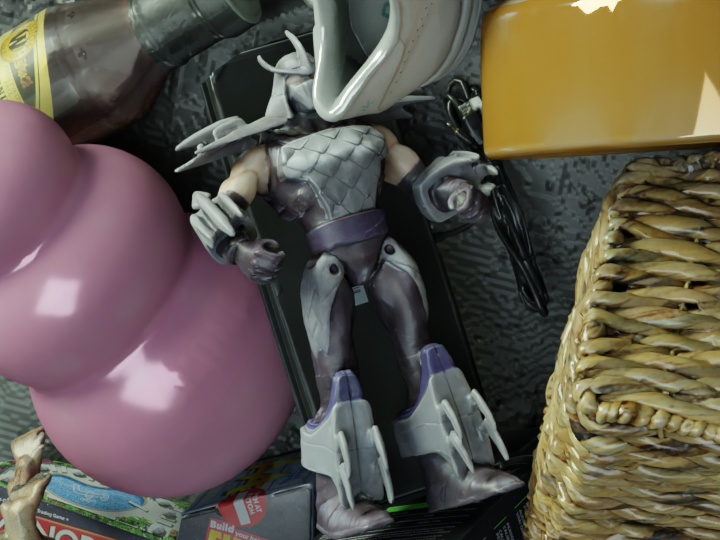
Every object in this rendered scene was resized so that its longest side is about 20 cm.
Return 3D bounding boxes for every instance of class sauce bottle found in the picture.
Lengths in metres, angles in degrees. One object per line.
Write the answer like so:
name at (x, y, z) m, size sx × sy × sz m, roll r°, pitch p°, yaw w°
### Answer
sauce bottle at (-0.134, -0.079, 1.074) m, size 0.199 × 0.066 × 0.066 m, roll -30°, pitch 99°, yaw 20°

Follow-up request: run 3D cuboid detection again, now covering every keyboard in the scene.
keyboard at (0.018, -0.009, 1.039) m, size 0.126 × 0.021 × 0.202 m, roll -16°, pitch 85°, yaw -9°

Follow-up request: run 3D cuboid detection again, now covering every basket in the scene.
basket at (0.173, 0.050, 0.961) m, size 0.198 × 0.144 × 0.149 m, roll 12°, pitch 148°, yaw 4°

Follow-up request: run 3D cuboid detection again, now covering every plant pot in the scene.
plant pot at (0.139, -0.140, 0.922) m, size 0.198 × 0.200 × 0.185 m, roll -3°, pitch 92°, yaw 16°

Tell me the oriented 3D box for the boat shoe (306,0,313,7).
boat shoe at (0.009, -0.197, 0.978) m, size 0.071 × 0.071 × 0.202 m, roll 7°, pitch 112°, yaw 14°

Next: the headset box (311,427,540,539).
headset box at (0.047, 0.181, 1.045) m, size 0.092 × 0.200 × 0.175 m, roll -11°, pitch 105°, yaw 35°

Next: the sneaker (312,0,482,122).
sneaker at (0.011, -0.148, 0.899) m, size 0.075 × 0.088 × 0.202 m, roll 15°, pitch 121°, yaw 25°

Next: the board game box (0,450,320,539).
board game box at (-0.083, 0.159, 1.141) m, size 0.198 × 0.062 × 0.201 m, roll 18°, pitch 110°, yaw 10°

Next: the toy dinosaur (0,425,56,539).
toy dinosaur at (-0.134, 0.152, 1.042) m, size 0.085 × 0.200 × 0.136 m, roll -29°, pitch 100°, yaw -8°

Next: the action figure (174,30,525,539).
action figure at (0.000, 0.000, 0.989) m, size 0.129 × 0.069 × 0.202 m, roll -15°, pitch 87°, yaw -16°

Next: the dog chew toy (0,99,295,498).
dog chew toy at (-0.113, 0.005, 1.040) m, size 0.124 × 0.125 × 0.200 m, roll -31°, pitch 123°, yaw 22°
